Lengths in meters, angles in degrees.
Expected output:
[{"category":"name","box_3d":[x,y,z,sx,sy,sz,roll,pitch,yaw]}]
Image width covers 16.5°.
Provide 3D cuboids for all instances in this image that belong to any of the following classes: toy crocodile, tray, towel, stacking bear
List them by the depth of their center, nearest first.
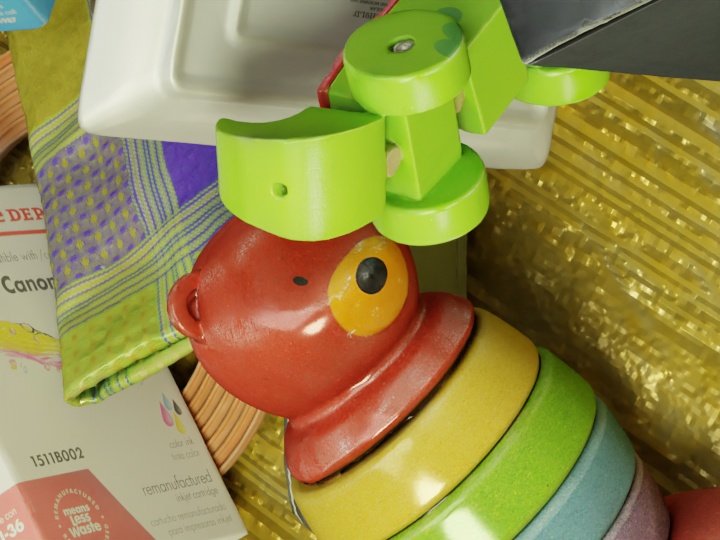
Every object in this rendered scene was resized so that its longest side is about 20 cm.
[{"category":"toy crocodile","box_3d":[0.031,-0.072,0.797,0.062,0.200,0.068,19,138,32]},{"category":"stacking bear","box_3d":[0.024,0.056,0.824,0.200,0.122,0.114,47,154,-13]},{"category":"tray","box_3d":[0.003,-0.089,0.826,0.022,0.199,0.108,20,104,50]},{"category":"towel","box_3d":[-0.075,-0.063,0.924,0.143,0.023,0.201,-32,54,29]}]

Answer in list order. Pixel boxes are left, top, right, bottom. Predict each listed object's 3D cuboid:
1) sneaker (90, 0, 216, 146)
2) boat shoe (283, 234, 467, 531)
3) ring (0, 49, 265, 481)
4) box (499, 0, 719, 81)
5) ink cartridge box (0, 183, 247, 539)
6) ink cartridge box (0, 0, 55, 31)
[{"category":"sneaker","box_3d":[-0.007,-0.123,0.870,0.070,0.200,0.076,8,135,59]},{"category":"boat shoe","box_3d":[0.000,0.000,0.909,0.060,0.072,0.202,10,91,36]},{"category":"ring","box_3d":[-0.108,0.003,1.005,0.199,0.019,0.202,2,94,33]},{"category":"box","box_3d":[0.102,-0.160,0.756,0.104,0.200,0.183,-26,79,29]},{"category":"ink cartridge box","box_3d":[-0.139,0.034,0.946,0.067,0.116,0.201,-36,75,30]},{"category":"ink cartridge box","box_3d":[-0.200,-0.171,0.911,0.115,0.200,0.067,0,58,28]}]
